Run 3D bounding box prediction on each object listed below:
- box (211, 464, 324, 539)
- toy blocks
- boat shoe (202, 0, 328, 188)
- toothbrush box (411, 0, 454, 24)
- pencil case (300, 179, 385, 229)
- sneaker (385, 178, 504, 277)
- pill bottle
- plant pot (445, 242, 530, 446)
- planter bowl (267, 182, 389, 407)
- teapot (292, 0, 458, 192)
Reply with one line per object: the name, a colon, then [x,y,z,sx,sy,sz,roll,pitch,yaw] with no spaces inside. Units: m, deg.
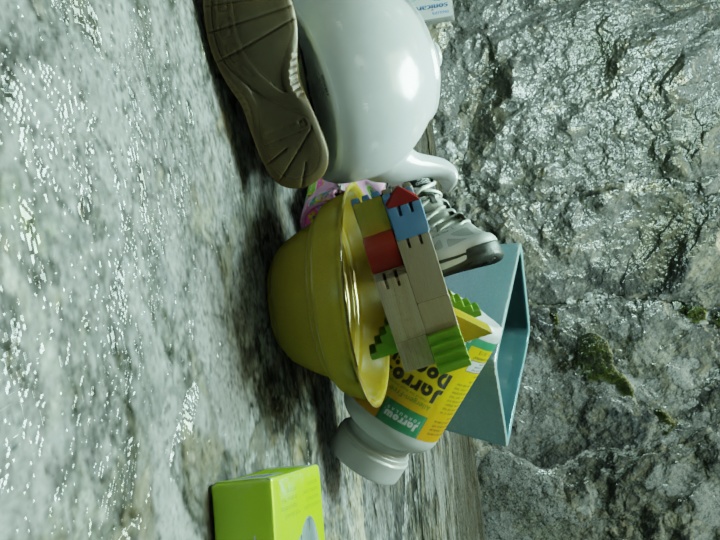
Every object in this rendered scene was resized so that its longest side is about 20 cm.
box: [-0.057,0.244,0.565,0.122,0.048,0.200,36,48,-75]
toy blocks: [0.035,-0.009,0.669,0.200,0.100,0.137,-97,168,-77]
boat shoe: [-0.081,-0.166,0.656,0.065,0.073,0.200,-124,-162,-65]
toothbrush box: [0.139,-0.686,1.903,0.085,0.146,0.200,-39,121,-77]
pencil case: [-0.015,-0.096,0.889,0.200,0.087,0.088,-80,161,-51]
sneaker: [0.067,-0.053,0.811,0.200,0.076,0.115,-179,-104,-68]
pill bottle: [0.052,0.118,0.843,0.200,0.113,0.113,-60,173,9]
plant pot: [0.107,0.090,1.070,0.196,0.200,0.196,73,29,-47]
planter bowl: [-0.032,0.026,0.727,0.200,0.083,0.201,-7,90,-78]
teapot: [0.007,-0.186,0.737,0.197,0.146,0.200,57,-20,30]
